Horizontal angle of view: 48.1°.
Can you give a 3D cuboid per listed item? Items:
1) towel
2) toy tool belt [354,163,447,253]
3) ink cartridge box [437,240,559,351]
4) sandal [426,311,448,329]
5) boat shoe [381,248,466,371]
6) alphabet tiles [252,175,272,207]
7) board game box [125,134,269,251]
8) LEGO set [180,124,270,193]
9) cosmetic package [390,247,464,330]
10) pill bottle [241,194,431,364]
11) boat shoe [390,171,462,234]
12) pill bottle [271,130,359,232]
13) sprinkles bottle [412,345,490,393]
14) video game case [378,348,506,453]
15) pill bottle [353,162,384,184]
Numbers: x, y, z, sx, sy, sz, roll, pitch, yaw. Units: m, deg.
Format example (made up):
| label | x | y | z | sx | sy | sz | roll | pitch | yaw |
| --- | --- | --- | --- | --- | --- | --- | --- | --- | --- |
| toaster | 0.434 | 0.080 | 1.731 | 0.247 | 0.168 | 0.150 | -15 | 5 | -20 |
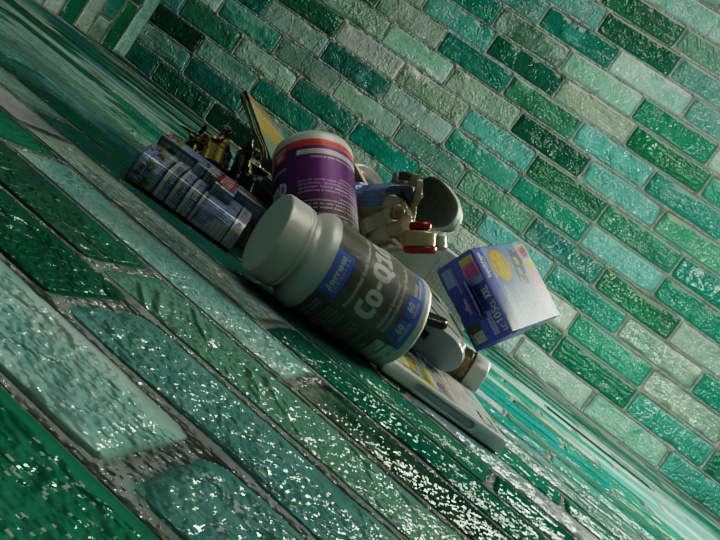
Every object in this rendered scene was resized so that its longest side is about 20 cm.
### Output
| label | x | y | z | sx | sy | sz | roll | pitch | yaw |
| --- | --- | --- | --- | --- | --- | --- | --- | --- | --- |
| towel | -0.120 | -0.171 | 1.208 | 0.147 | 0.022 | 0.201 | 48 | 13 | -41 |
| toy tool belt | 0.034 | -0.089 | 1.122 | 0.123 | 0.126 | 0.199 | -2 | 5 | -36 |
| ink cartridge box | 0.201 | 0.037 | 1.211 | 0.198 | 0.076 | 0.138 | -11 | 71 | -51 |
| sandal | 0.021 | 0.058 | 1.041 | 0.197 | 0.049 | 0.075 | 13 | 3 | 26 |
| boat shoe | 0.071 | 0.047 | 1.100 | 0.201 | 0.073 | 0.065 | 53 | 27 | -7 |
| alphabet tiles | -0.102 | -0.061 | 1.226 | 0.167 | 0.008 | 0.200 | 42 | -18 | -7 |
| board game box | -0.186 | -0.090 | 1.033 | 0.198 | 0.062 | 0.200 | 35 | 4 | -11 |
| LEGO set | -0.187 | -0.175 | 1.270 | 0.198 | 0.118 | 0.153 | 27 | -23 | -26 |
| cosmetic package | 0.076 | 0.015 | 1.334 | 0.199 | 0.166 | 0.165 | 35 | 4 | -25 |
| pill bottle | -0.026 | 0.010 | 0.894 | 0.199 | 0.115 | 0.114 | 34 | 5 | -26 |
| boat shoe | 0.109 | -0.104 | 1.271 | 0.064 | 0.075 | 0.201 | 28 | 2 | -30 |
| pill bottle | -0.058 | -0.071 | 1.036 | 0.112 | 0.111 | 0.203 | 31 | 45 | -46 |
| sprinkles bottle | 0.093 | 0.103 | 1.176 | 0.199 | 0.069 | 0.068 | 37 | 4 | -1 |
| video game case | 0.089 | 0.143 | 1.037 | 0.181 | 0.022 | 0.200 | 36 | 5 | -10 |
| pill bottle | -0.056 | -0.094 | 1.308 | 0.110 | 0.112 | 0.198 | 33 | -32 | -30 |
